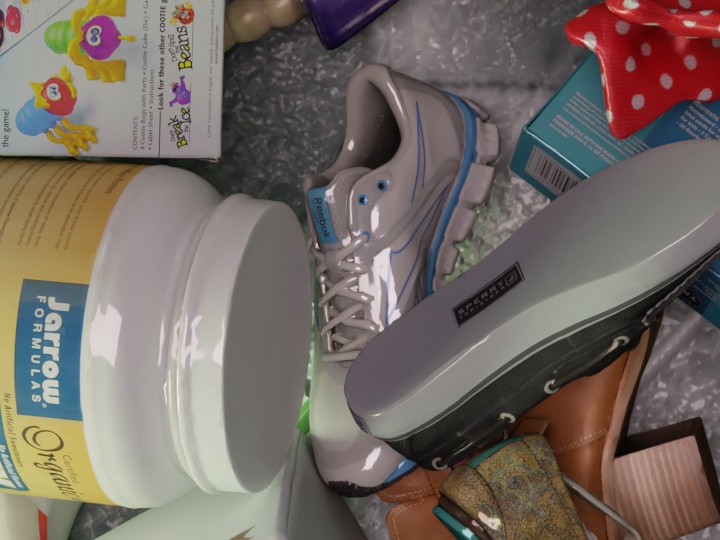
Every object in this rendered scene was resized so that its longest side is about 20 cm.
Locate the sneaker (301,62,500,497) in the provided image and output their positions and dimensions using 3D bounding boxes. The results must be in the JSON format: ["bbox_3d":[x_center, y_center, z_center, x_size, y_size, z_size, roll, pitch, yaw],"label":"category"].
[{"bbox_3d":[0.000,0.000,1.132,0.075,0.087,0.201,-8,63,39],"label":"sneaker"}]

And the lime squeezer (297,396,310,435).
[{"bbox_3d":[-0.022,0.119,1.194,0.070,0.038,0.202,-1,87,-23],"label":"lime squeezer"}]

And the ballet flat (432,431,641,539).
[{"bbox_3d":[0.105,0.147,1.114,0.070,0.071,0.200,-32,121,7],"label":"ballet flat"}]

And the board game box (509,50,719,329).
[{"bbox_3d":[0.185,-0.078,1.115,0.151,0.047,0.200,38,70,8],"label":"board game box"}]

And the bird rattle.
[{"bbox_3d":[0.111,-0.161,1.071,0.199,0.113,0.163,31,51,20],"label":"bird rattle"}]

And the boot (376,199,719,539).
[{"bbox_3d":[0.068,0.044,1.157,0.154,0.074,0.201,-15,84,13],"label":"boot"}]

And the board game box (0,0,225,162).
[{"bbox_3d":[-0.161,-0.108,1.090,0.199,0.103,0.106,1,102,-9],"label":"board game box"}]

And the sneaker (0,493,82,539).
[{"bbox_3d":[-0.125,0.054,1.187,0.093,0.070,0.201,8,87,15],"label":"sneaker"}]

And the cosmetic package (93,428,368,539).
[{"bbox_3d":[-0.049,0.210,1.100,0.167,0.166,0.201,-29,101,7],"label":"cosmetic package"}]

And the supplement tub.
[{"bbox_3d":[-0.132,0.024,1.080,0.199,0.145,0.146,4,89,16],"label":"supplement tub"}]

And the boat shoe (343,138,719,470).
[{"bbox_3d":[0.085,0.016,1.057,0.199,0.069,0.057,-32,125,19],"label":"boat shoe"}]

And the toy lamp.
[{"bbox_3d":[-0.074,-0.108,1.184,0.199,0.058,0.059,-22,85,1],"label":"toy lamp"}]
